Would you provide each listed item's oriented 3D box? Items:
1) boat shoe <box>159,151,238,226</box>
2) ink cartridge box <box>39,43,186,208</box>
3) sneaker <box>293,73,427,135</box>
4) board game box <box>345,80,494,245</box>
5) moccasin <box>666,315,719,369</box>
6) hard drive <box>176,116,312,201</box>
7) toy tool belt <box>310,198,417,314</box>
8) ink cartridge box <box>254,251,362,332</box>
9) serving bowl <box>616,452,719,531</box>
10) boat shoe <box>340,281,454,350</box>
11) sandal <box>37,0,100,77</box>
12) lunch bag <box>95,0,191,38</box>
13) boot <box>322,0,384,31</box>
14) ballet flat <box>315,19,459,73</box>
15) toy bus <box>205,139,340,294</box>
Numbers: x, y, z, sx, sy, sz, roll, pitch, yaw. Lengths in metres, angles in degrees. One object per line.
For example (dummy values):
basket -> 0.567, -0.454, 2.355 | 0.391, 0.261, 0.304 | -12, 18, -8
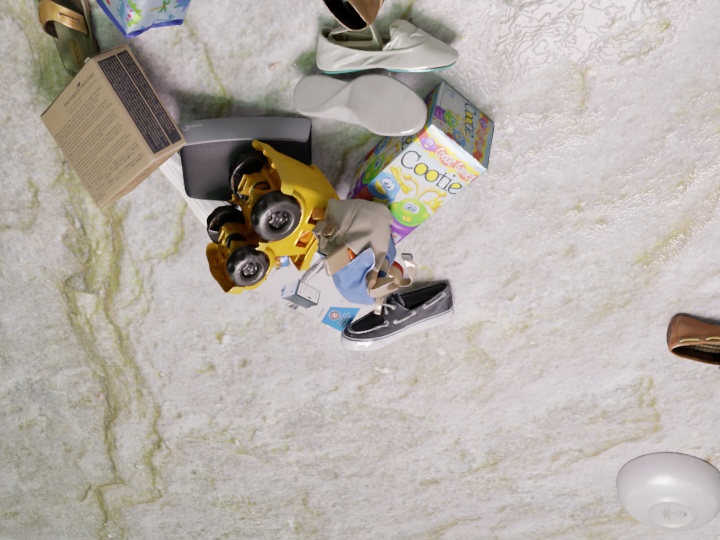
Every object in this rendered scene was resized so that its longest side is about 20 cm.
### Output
boat shoe -> -0.259, -0.155, 1.443 | 0.068, 0.072, 0.202 | -27, 116, 11
ink cartridge box -> -0.361, -0.205, 1.358 | 0.199, 0.075, 0.167 | -24, 99, 48
sneaker -> 0.011, -0.225, 1.267 | 0.197, 0.088, 0.077 | 17, 96, 27
board game box -> 0.081, -0.147, 1.310 | 0.102, 0.106, 0.199 | 35, 133, -18
moccasin -> 0.572, 0.126, 1.435 | 0.197, 0.079, 0.074 | 17, 136, 1
hard drive -> -0.168, -0.161, 1.383 | 0.195, 0.043, 0.137 | -3, 134, -6
toy tool belt -> 0.000, 0.000, 1.316 | 0.123, 0.125, 0.201 | 4, 147, 26
ink cartridge box -> -0.079, -0.008, 1.511 | 0.197, 0.087, 0.147 | 24, 135, -8
serving bowl -> 0.575, 0.426, 1.733 | 0.196, 0.066, 0.203 | 8, 135, 8
boat shoe -> 0.058, 0.069, 1.510 | 0.196, 0.072, 0.069 | -16, 123, -8
sandal -> -0.419, -0.349, 1.311 | 0.079, 0.055, 0.203 | 5, 134, 13
lunch bag -> -0.280, -0.424, 1.150 | 0.201, 0.127, 0.170 | 49, 134, 10
boot -> -0.043, -0.384, 1.145 | 0.073, 0.076, 0.200 | -23, 121, 36
ballet flat -> 0.029, -0.295, 1.218 | 0.196, 0.070, 0.070 | 3, 134, 20
toy bus -> -0.110, -0.063, 1.360 | 0.189, 0.136, 0.202 | 12, 119, -39
